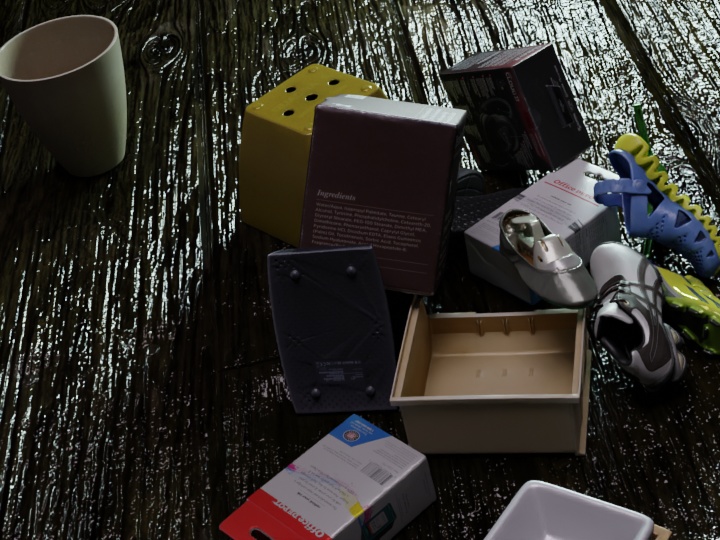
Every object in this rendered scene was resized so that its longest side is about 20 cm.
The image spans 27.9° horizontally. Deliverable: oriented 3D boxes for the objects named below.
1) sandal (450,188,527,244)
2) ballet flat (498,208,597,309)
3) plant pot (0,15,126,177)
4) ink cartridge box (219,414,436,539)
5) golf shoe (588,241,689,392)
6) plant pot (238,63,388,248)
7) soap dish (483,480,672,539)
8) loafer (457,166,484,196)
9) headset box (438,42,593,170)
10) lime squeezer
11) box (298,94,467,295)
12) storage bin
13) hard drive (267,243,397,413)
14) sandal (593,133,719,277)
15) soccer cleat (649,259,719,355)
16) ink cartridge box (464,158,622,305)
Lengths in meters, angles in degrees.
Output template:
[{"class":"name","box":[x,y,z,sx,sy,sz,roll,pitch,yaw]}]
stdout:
[{"class":"sandal","box":[0.148,-0.062,1.862,0.200,0.048,0.075,-8,37,-21]},{"class":"ballet flat","box":[0.204,-0.019,1.633,0.067,0.064,0.200,-15,25,-12]},{"class":"plant pot","box":[-0.424,-0.247,2.158,0.187,0.200,0.188,-9,38,7]},{"class":"ink cartridge box","box":[-0.033,0.249,1.498,0.200,0.067,0.116,-36,42,-27]},{"class":"golf shoe","box":[0.292,0.038,1.601,0.078,0.094,0.200,-45,46,27]},{"class":"plant pot","box":[-0.047,-0.159,1.944,0.200,0.177,0.200,-37,43,-28]},{"class":"soap dish","box":[0.180,0.300,1.354,0.157,0.081,0.200,15,45,32]},{"class":"loafer","box":[0.069,-0.089,1.910,0.200,0.072,0.063,-21,33,-25]},{"class":"headset box","box":[0.207,-0.212,1.904,0.077,0.149,0.200,-32,17,-24]},{"class":"lime squeezer","box":[0.360,-0.105,1.816,0.038,0.071,0.201,-13,72,43]},{"class":"box","box":[0.027,-0.092,1.690,0.164,0.201,0.166,9,13,7]},{"class":"storage bin","box":[0.152,0.107,1.604,0.199,0.094,0.199,-3,38,14]},{"class":"hard drive","box":[-0.028,0.064,1.636,0.135,0.200,0.042,-4,22,13]},{"class":"sandal","box":[0.352,-0.065,1.735,0.087,0.080,0.200,-36,74,-13]},{"class":"soccer cleat","box":[0.380,0.037,1.648,0.084,0.065,0.200,-33,41,-28]},{"class":"ink cartridge box","box":[0.242,-0.052,1.803,0.200,0.068,0.116,-34,41,-24]}]
